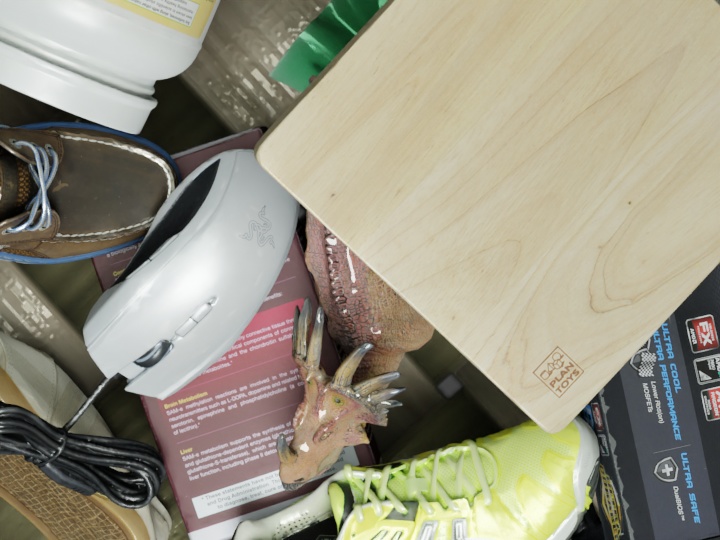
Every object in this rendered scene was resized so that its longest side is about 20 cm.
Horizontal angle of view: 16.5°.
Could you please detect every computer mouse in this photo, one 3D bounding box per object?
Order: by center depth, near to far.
[{"bbox_3d":[-0.099,0.027,1.247,0.110,0.044,0.200,34,94,-30],"label":"computer mouse"}]

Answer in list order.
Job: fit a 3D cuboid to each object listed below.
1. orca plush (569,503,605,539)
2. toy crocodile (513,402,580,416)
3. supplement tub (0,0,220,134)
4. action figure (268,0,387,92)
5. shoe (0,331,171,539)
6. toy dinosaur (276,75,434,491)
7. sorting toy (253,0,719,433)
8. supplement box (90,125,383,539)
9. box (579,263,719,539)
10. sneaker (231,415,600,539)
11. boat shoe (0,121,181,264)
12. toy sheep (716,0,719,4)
[{"bbox_3d":[0.038,0.179,1.314,0.200,0.071,0.105,-13,94,3],"label":"orca plush"},{"bbox_3d":[0.134,0.074,1.310,0.200,0.062,0.068,44,78,-6],"label":"toy crocodile"},{"bbox_3d":[-0.129,-0.184,1.259,0.145,0.145,0.200,24,94,1],"label":"supplement tub"},{"bbox_3d":[0.066,-0.082,1.303,0.200,0.055,0.118,41,93,0],"label":"action figure"},{"bbox_3d":[-0.179,0.085,1.333,0.200,0.053,0.070,47,127,3],"label":"shoe"},{"bbox_3d":[0.000,0.000,1.240,0.086,0.136,0.200,-9,96,41],"label":"toy dinosaur"},{"bbox_3d":[0.083,-0.065,1.181,0.199,0.070,0.200,43,91,-13],"label":"sorting toy"},{"bbox_3d":[-0.069,0.034,1.314,0.109,0.061,0.200,-18,94,3],"label":"supplement box"},{"bbox_3d":[0.206,0.032,1.274,0.198,0.050,0.200,-11,88,-11],"label":"box"},{"bbox_3d":[0.027,0.126,1.252,0.200,0.076,0.075,-29,49,12],"label":"sneaker"},{"bbox_3d":[-0.181,-0.037,1.227,0.200,0.072,0.072,-2,92,-17],"label":"boat shoe"},{"bbox_3d":[0.218,-0.142,1.257,0.138,0.138,0.200,39,97,0],"label":"toy sheep"}]
